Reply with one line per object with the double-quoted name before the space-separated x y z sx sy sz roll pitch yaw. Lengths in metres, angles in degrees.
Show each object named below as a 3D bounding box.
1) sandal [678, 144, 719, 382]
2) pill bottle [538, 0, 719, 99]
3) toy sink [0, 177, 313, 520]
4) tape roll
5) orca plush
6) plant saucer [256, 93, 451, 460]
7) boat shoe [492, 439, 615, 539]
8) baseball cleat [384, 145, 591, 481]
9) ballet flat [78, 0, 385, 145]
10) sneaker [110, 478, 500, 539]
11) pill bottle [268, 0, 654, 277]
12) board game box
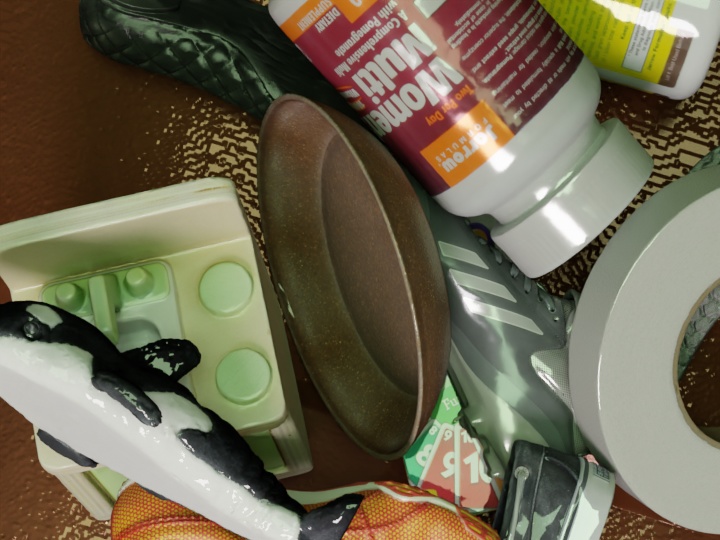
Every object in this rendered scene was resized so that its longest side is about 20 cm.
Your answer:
"sandal" 0.188 0.000 1.127 0.075 0.048 0.201 40 99 4
"pill bottle" 0.106 -0.172 1.111 0.198 0.109 0.110 16 84 3
"toy sink" -0.104 0.050 1.038 0.129 0.200 0.113 -13 69 -1
"tape roll" 0.207 0.042 1.074 0.201 0.037 0.205 -6 106 -22
"orca plush" -0.086 0.061 0.937 0.198 0.105 0.071 25 62 5
"plant saucer" 0.000 0.000 1.060 0.036 0.200 0.202 -17 83 -21
"boat shoe" 0.070 0.188 1.039 0.067 0.072 0.202 21 87 -3
"baseball cleat" 0.076 0.013 1.095 0.106 0.070 0.202 -23 94 -9
"ballet flat" -0.069 -0.120 1.148 0.199 0.057 0.067 27 57 -1
"sneaker" -0.027 0.147 0.997 0.198 0.073 0.078 3 55 -2
"pill bottle" 0.054 -0.100 1.030 0.109 0.110 0.200 -43 97 -3
"board game box" 0.055 0.037 1.132 0.095 0.030 0.202 -14 81 -1
